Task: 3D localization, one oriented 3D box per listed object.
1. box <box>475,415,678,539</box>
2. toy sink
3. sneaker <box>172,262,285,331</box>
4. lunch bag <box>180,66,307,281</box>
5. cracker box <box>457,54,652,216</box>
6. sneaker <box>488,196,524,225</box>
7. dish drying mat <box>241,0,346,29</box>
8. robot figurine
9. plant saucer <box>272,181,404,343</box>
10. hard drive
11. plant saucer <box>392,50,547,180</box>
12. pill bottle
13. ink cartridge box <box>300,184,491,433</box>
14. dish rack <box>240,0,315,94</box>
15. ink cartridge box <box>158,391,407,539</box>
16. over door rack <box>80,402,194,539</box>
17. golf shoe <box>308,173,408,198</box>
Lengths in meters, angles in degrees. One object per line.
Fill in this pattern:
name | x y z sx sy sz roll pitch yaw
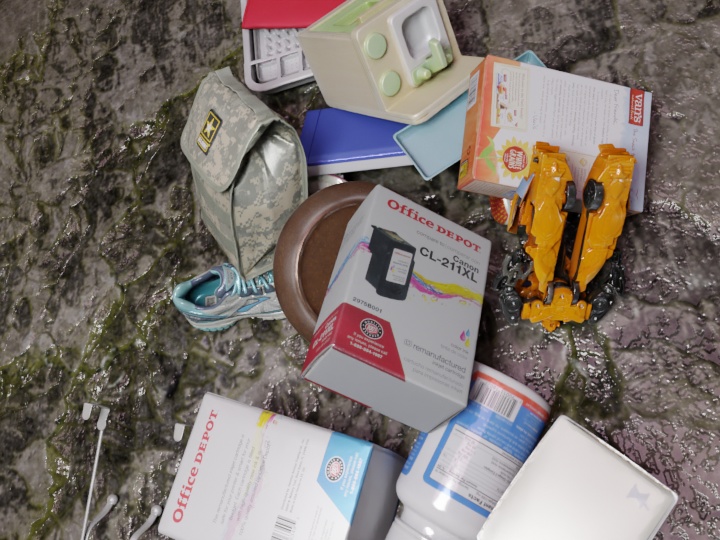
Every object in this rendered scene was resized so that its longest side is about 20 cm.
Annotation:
box | 0.193 0.224 0.667 0.108 0.200 0.128 35 83 26
toy sink | 0.036 -0.268 0.901 0.130 0.113 0.199 -39 35 -17
sneaker | -0.139 0.022 0.925 0.197 0.086 0.079 -20 65 11
lunch bag | -0.136 -0.120 0.882 0.116 0.202 0.164 -20 40 -22
cracker box | 0.212 -0.141 0.816 0.197 0.058 0.136 10 82 -11
sneaker | 0.185 -0.143 0.894 0.076 0.073 0.203 -1 69 -7
dish drying mat | -0.071 -0.371 1.040 0.197 0.018 0.078 7 73 22
robot figurine | 0.212 -0.029 0.777 0.142 0.203 0.058 2 29 -6
plant saucer | 0.000 0.000 0.851 0.197 0.034 0.204 -1 93 -11
hard drive | 0.023 -0.170 0.931 0.196 0.026 0.133 -5 40 10
plant saucer | 0.136 -0.177 0.859 0.199 0.019 0.070 -33 71 -8
pill bottle | 0.103 0.202 0.758 0.111 0.112 0.202 24 80 25
ink cartridge box | 0.041 0.034 0.751 0.144 0.083 0.202 24 53 -12
dish rack | -0.084 -0.345 1.069 0.169 0.044 0.203 -14 66 15
ink cartridge box | -0.075 0.235 0.788 0.197 0.146 0.149 12 75 23
over door rack | -0.253 0.261 0.876 0.145 0.066 0.204 5 92 21
golf shoe | -0.022 -0.066 0.926 0.198 0.075 0.093 21 82 27
